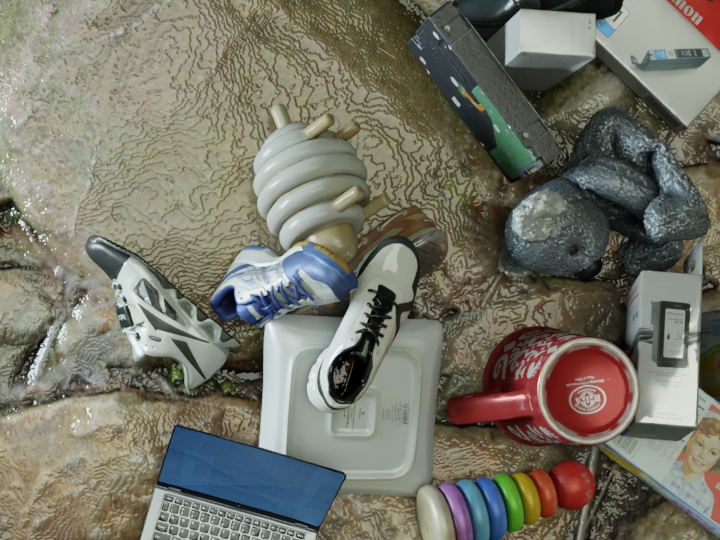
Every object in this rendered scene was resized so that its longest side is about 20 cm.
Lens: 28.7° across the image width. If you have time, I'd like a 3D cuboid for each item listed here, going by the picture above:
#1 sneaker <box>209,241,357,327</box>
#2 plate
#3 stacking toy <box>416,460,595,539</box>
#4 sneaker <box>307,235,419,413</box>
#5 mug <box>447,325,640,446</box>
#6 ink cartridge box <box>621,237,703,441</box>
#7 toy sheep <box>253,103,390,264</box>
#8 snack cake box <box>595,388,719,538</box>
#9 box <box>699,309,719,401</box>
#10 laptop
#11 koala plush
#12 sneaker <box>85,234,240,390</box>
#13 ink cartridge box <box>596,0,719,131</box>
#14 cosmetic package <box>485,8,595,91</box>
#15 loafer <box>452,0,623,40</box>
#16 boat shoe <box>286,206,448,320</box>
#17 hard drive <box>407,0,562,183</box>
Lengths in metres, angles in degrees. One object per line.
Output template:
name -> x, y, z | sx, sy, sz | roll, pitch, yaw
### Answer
sneaker -> -0.081, 0.025, 1.463 | 0.075, 0.199, 0.088 | 50, 61, -22
plate -> -0.009, 0.151, 1.522 | 0.198, 0.032, 0.202 | 2, 99, -11
stacking toy -> 0.166, 0.258, 1.546 | 0.198, 0.085, 0.086 | -12, 88, -13
sneaker -> 0.013, 0.059, 1.459 | 0.073, 0.080, 0.201 | 24, 85, -9
mug -> 0.199, 0.140, 1.491 | 0.177, 0.200, 0.134 | -41, 93, -8
ink cartridge box -> 0.319, 0.072, 1.493 | 0.067, 0.116, 0.202 | 5, 77, 3
toy sheep -> -0.051, -0.093, 1.507 | 0.137, 0.138, 0.201 | -16, 67, -8
snack cake box -> 0.370, 0.201, 1.577 | 0.199, 0.067, 0.115 | 37, 81, -4
box -> 0.487, 0.081, 1.577 | 0.198, 0.112, 0.102 | -10, 88, -7
laptop -> -0.135, 0.281, 1.481 | 0.186, 0.116, 0.202 | 17, 85, -6
koala plush -> 0.241, -0.063, 1.532 | 0.199, 0.177, 0.185 | -27, 77, -8
sneaker -> -0.230, 0.047, 1.502 | 0.200, 0.074, 0.089 | 42, 81, -3
ink cartridge box -> 0.354, -0.292, 1.614 | 0.200, 0.045, 0.176 | 42, 84, -4
cosmetic package -> 0.186, -0.235, 1.509 | 0.082, 0.200, 0.051 | 0, 88, -8
loafer -> 0.191, -0.304, 1.555 | 0.199, 0.070, 0.069 | -7, 66, 15
boat shoe -> 0.000, 0.000, 1.545 | 0.199, 0.076, 0.072 | -30, 57, 0
hard drive -> 0.134, -0.191, 1.531 | 0.038, 0.140, 0.201 | -37, 91, -8
